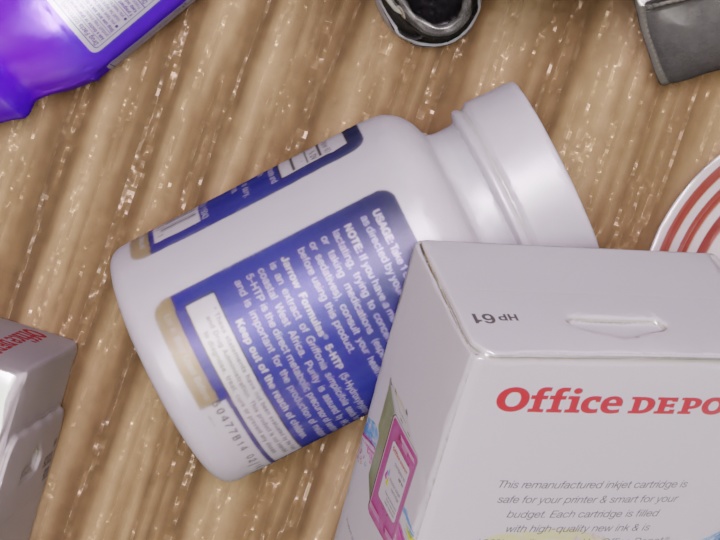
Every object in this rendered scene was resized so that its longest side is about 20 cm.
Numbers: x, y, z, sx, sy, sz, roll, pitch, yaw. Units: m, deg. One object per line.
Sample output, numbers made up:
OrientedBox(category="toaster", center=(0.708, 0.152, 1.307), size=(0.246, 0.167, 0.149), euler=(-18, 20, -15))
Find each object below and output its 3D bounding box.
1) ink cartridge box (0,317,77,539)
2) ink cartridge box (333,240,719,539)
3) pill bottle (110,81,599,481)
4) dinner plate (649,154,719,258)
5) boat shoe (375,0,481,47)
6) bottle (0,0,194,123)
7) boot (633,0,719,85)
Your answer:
OrientedBox(category="ink cartridge box", center=(-0.247, 0.079, 0.834), size=(0.199, 0.147, 0.145), euler=(16, 93, 0))
OrientedBox(category="ink cartridge box", center=(0.078, 0.091, 0.803), size=(0.144, 0.085, 0.201), euler=(2, 125, -19))
OrientedBox(category="pill bottle", center=(0.000, 0.000, 0.841), size=(0.199, 0.120, 0.120), euler=(-27, 92, 2))
OrientedBox(category="dinner plate", center=(0.230, 0.025, 0.888), size=(0.199, 0.024, 0.201), euler=(0, 92, 0))
OrientedBox(category="boat shoe", center=(0.008, -0.201, 0.858), size=(0.070, 0.064, 0.201), euler=(-24, 92, 2))
OrientedBox(category="bottle", center=(-0.138, -0.128, 0.863), size=(0.200, 0.065, 0.084), euler=(-40, 91, 3))
OrientedBox(category="boot", center=(0.227, -0.117, 0.833), size=(0.199, 0.073, 0.183), euler=(-15, 83, 13))
